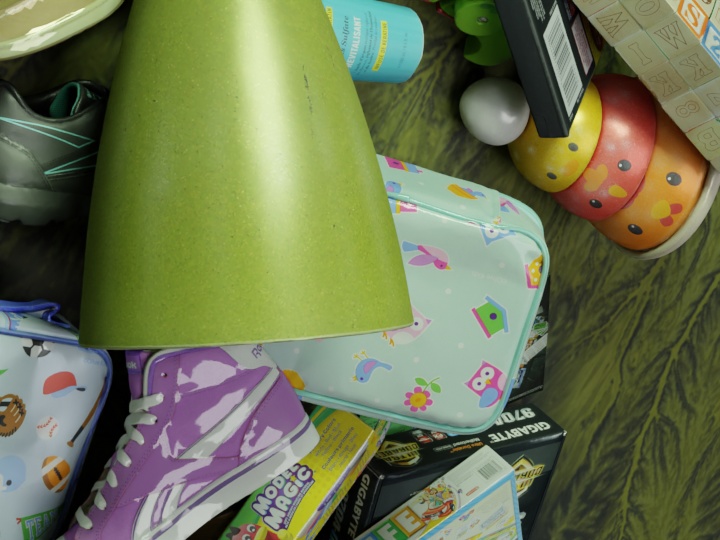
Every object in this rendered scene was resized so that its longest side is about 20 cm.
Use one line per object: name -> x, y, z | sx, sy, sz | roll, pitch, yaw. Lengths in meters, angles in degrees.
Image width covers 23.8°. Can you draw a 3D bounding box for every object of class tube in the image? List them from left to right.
tube -> -0.051, -0.154, 1.092 | 0.198, 0.050, 0.079 | 1, 101, -37

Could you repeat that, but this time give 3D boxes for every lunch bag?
lunch bag -> -0.244, 0.084, 1.002 | 0.199, 0.075, 0.162 | 13, 98, -44
lunch bag -> 0.010, 0.015, 1.079 | 0.197, 0.077, 0.162 | 15, 111, -1

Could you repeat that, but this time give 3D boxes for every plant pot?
plant pot -> -0.067, -0.065, 0.942 | 0.186, 0.186, 0.203 | -4, 92, -41

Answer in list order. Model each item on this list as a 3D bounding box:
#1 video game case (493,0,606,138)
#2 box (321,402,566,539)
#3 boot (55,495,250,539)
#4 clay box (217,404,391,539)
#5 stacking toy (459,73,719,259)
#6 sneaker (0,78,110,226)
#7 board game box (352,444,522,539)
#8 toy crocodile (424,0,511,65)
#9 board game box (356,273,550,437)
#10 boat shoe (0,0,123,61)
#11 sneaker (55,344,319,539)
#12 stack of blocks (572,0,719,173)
video game case -> 0.133, -0.226, 1.182 | 0.182, 0.025, 0.201 | -63, 143, -38
box -> 0.058, 0.194, 1.328 | 0.198, 0.046, 0.161 | -8, 124, -40
boot -> -0.139, 0.127, 1.113 | 0.199, 0.072, 0.168 | -6, 119, -52
clay box -> -0.048, 0.161, 1.168 | 0.201, 0.047, 0.115 | -54, 172, -10
stacking toy -> 0.157, -0.096, 1.270 | 0.198, 0.146, 0.148 | 12, 101, -26
sneaker -> -0.145, -0.069, 1.020 | 0.198, 0.075, 0.080 | 0, 107, -43
board game box -> 0.035, 0.236, 1.275 | 0.199, 0.034, 0.135 | -32, 137, -21
toy crocodile -> 0.049, -0.208, 1.146 | 0.199, 0.061, 0.068 | 34, 47, -44
board game box -> 0.068, 0.072, 1.316 | 0.198, 0.023, 0.106 | -17, 122, -37
boat shoe -> -0.152, -0.185, 0.964 | 0.200, 0.073, 0.064 | -38, 124, -27
sneaker -> -0.135, 0.109, 1.031 | 0.200, 0.073, 0.115 | -35, 105, -14
stack of blocks -> 0.237, -0.173, 1.208 | 0.200, 0.058, 0.116 | 45, 45, -21
